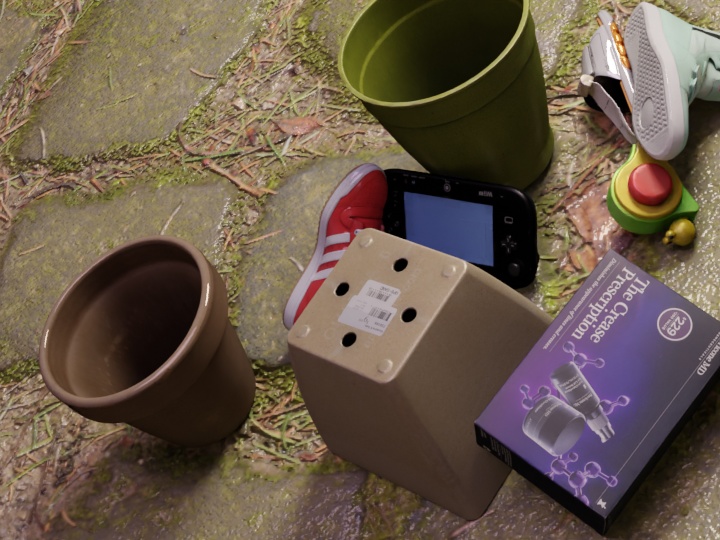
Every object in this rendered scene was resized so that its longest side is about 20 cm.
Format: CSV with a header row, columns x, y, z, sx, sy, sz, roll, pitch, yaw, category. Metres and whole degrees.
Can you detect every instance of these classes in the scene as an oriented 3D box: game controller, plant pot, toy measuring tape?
x,y,z,sx,sy,sz,roll,pitch,yaw,category
0.093,-0.044,1.595,0.200,0.104,0.042,11,31,38,game controller
0.052,0.075,1.467,0.200,0.177,0.200,21,68,41,plant pot
0.107,-0.176,1.612,0.200,0.193,0.201,-16,46,18,plant pot
-0.196,0.093,1.608,0.200,0.175,0.200,-17,48,20,plant pot
0.250,-0.099,1.528,0.074,0.074,0.200,-36,69,3,toy measuring tape

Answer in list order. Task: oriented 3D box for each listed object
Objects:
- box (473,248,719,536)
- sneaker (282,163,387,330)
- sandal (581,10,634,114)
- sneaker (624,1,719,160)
x,y,z,sx,sy,sz,roll,pitch,yaw,category
0.214,0.105,1.378,0.141,0.079,0.200,36,77,15,box
0.000,0.000,1.598,0.112,0.071,0.200,39,113,42,sneaker
0.255,-0.181,1.610,0.059,0.079,0.207,-22,49,13,sandal
0.325,-0.176,1.533,0.074,0.118,0.201,118,162,-45,sneaker
